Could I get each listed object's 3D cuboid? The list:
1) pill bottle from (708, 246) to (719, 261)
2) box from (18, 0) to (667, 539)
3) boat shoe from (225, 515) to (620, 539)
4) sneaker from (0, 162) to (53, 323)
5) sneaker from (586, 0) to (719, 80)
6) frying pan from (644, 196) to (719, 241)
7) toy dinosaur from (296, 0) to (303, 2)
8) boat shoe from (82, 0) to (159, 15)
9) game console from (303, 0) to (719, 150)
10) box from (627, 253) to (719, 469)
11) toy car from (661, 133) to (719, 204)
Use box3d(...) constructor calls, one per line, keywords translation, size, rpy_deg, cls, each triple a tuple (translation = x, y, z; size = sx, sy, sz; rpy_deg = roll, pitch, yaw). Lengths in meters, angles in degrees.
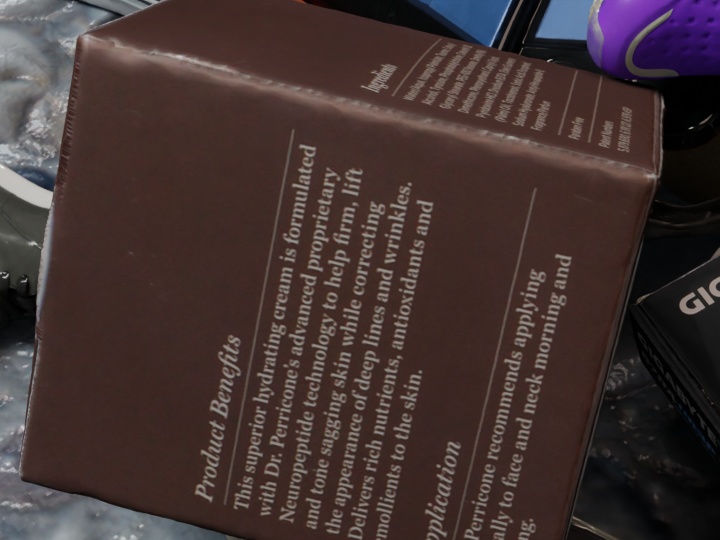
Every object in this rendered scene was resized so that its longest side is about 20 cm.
box3d(translation=(0.229, 0.063, 0.690), size=(0.112, 0.113, 0.200), rpy_deg=(-34, 54, -23), cls="pill bottle")
box3d(translation=(0.000, 0.000, 0.643), size=(0.198, 0.167, 0.164), rpy_deg=(15, 18, 6), cls="box")
box3d(translation=(0.034, 0.118, 0.706), size=(0.199, 0.073, 0.063), rpy_deg=(15, 9, 23), cls="boat shoe")
box3d(translation=(-0.162, 0.012, 0.794), size=(0.199, 0.071, 0.099), rpy_deg=(24, 58, 28), cls="sneaker")
box3d(translation=(0.189, -0.098, 0.648), size=(0.199, 0.070, 0.100), rpy_deg=(-16, 58, 0), cls="sneaker")
box3d(translation=(0.098, -0.005, 0.742), size=(0.115, 0.031, 0.190), rpy_deg=(-50, 20, -12), cls="frying pan")
box3d(translation=(0.029, -0.140, 0.860), size=(0.180, 0.201, 0.105), rpy_deg=(18, 29, -16), cls="toy dinosaur")
box3d(translation=(-0.109, -0.179, 0.947), size=(0.198, 0.071, 0.072), rpy_deg=(13, 51, 14), cls="boat shoe")
box3d(translation=(0.091, -0.169, 0.737), size=(0.171, 0.119, 0.201), rpy_deg=(9, 65, 37), cls="game console")
box3d(translation=(0.223, 0.031, 0.616), size=(0.199, 0.046, 0.159), rpy_deg=(-29, 55, -4), cls="box")
box3d(translation=(0.185, -0.087, 0.804), size=(0.198, 0.165, 0.159), rpy_deg=(-4, 48, 17), cls="toy car")
